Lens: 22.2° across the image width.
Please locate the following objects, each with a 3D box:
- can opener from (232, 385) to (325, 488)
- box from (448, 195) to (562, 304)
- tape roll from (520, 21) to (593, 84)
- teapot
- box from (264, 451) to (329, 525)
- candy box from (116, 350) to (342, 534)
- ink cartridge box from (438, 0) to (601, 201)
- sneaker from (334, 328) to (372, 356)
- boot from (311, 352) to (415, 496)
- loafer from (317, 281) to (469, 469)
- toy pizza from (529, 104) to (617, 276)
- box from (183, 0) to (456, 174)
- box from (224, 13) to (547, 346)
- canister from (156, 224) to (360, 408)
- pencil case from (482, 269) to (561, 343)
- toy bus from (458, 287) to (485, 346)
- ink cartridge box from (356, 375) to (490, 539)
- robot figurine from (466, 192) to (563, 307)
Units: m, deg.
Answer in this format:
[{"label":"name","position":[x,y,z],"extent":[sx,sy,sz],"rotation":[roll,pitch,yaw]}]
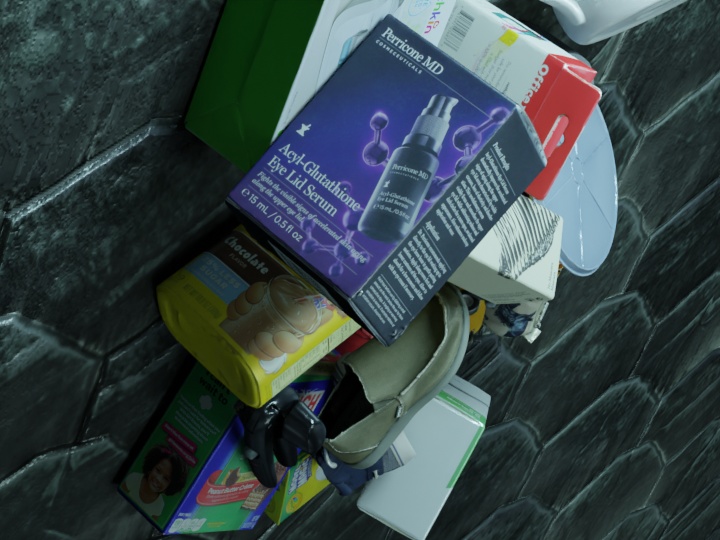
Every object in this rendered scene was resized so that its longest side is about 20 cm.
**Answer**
[{"label":"can opener","position":[-0.079,0.156,1.646],"extent":[0.063,0.079,0.200],"rotation":[-36,165,-19]},{"label":"box","position":[0.091,-0.037,1.569],"extent":[0.199,0.068,0.083],"rotation":[23,69,-48]},{"label":"tape roll","position":[0.144,-0.143,1.817],"extent":[0.200,0.066,0.201],"rotation":[-38,149,-28]},{"label":"teapot","position":[0.247,-0.310,1.711],"extent":[0.196,0.147,0.200],"rotation":[-26,180,18]},{"label":"box","position":[-0.043,0.182,1.910],"extent":[0.199,0.048,0.118],"rotation":[-34,155,-29]},{"label":"candy box","position":[-0.115,0.147,1.735],"extent":[0.201,0.077,0.169],"rotation":[-59,155,10]},{"label":"ink cartridge box","position":[0.125,-0.157,1.624],"extent":[0.067,0.199,0.117],"rotation":[0,123,-57]},{"label":"sneaker","position":[0.015,0.011,1.788],"extent":[0.201,0.071,0.113],"rotation":[-56,157,-9]},{"label":"boot","position":[-0.010,0.157,1.775],"extent":[0.090,0.073,0.200],"rotation":[-33,146,-3]},{"label":"loafer","position":[0.025,0.094,1.636],"extent":[0.069,0.075,0.201],"rotation":[15,114,-45]},{"label":"toy pizza","position":[0.195,-0.094,1.757],"extent":[0.200,0.031,0.203],"rotation":[21,65,-56]},{"label":"box","position":[-0.026,-0.187,1.472],"extent":[0.176,0.096,0.201],"rotation":[-10,130,-50]},{"label":"box","position":[0.022,-0.070,1.420],"extent":[0.200,0.148,0.104],"rotation":[-50,151,-6]},{"label":"canister","position":[-0.060,0.011,1.591],"extent":[0.199,0.148,0.087],"rotation":[-38,150,-24]},{"label":"pencil case","position":[0.183,-0.008,1.955],"extent":[0.078,0.089,0.201],"rotation":[-53,171,-35]},{"label":"toy bus","position":[0.042,0.073,1.892],"extent":[0.199,0.078,0.065],"rotation":[-36,151,-30]},{"label":"ink cartridge box","position":[0.072,0.192,1.982],"extent":[0.147,0.084,0.200],"rotation":[-62,177,8]},{"label":"robot figurine","position":[0.149,-0.044,1.759],"extent":[0.199,0.058,0.147],"rotation":[-12,98,-60]}]
